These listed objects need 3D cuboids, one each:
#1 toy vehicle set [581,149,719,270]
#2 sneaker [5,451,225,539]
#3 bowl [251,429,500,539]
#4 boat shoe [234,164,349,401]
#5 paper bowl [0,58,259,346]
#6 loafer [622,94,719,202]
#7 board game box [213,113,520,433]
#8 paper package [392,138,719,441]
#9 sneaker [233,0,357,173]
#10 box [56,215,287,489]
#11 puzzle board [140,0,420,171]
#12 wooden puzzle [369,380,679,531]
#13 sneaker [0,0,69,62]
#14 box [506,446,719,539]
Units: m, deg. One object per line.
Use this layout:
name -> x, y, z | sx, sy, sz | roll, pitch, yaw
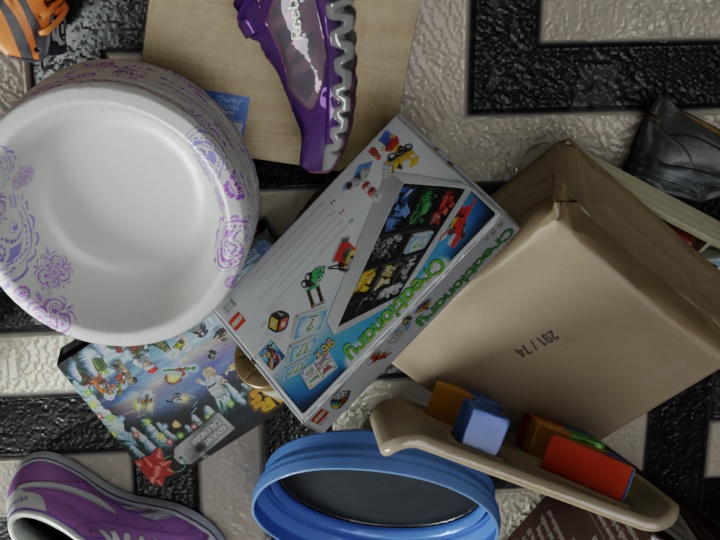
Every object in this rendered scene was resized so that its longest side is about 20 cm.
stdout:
toy vehicle set -> 0.214, -0.009, 1.055 | 0.200, 0.027, 0.124 | 25, 132, -13
sneaker -> -0.196, 0.230, 1.078 | 0.200, 0.114, 0.073 | 26, 104, -16
bowl -> 0.013, 0.186, 1.071 | 0.200, 0.039, 0.201 | 5, 146, 4
boat shoe -> -0.022, 0.007, 1.013 | 0.200, 0.072, 0.065 | -61, 147, -6
paper bowl -> -0.172, -0.055, 0.969 | 0.200, 0.104, 0.201 | 3, 115, 6
loafer -> 0.310, -0.084, 1.047 | 0.200, 0.073, 0.072 | 10, 105, -11
board game box -> 0.000, 0.000, 0.943 | 0.200, 0.126, 0.035 | -46, 146, 4
paper package -> 0.148, 0.033, 1.011 | 0.191, 0.104, 0.200 | 38, 129, -17
sneaker -> -0.046, -0.169, 0.957 | 0.088, 0.081, 0.201 | -1, 106, 1
box -> -0.121, 0.068, 1.066 | 0.200, 0.040, 0.137 | -33, 111, 5
puzzle board -> -0.064, -0.157, 1.004 | 0.200, 0.017, 0.151 | 8, 110, -9
wooden puzzle -> 0.111, 0.122, 0.943 | 0.200, 0.185, 0.046 | 16, 92, -3
sneaker -> -0.203, -0.213, 0.944 | 0.200, 0.078, 0.112 | -7, 115, 7
box -> 0.213, 0.290, 1.119 | 0.164, 0.166, 0.200 | 36, 103, -18
